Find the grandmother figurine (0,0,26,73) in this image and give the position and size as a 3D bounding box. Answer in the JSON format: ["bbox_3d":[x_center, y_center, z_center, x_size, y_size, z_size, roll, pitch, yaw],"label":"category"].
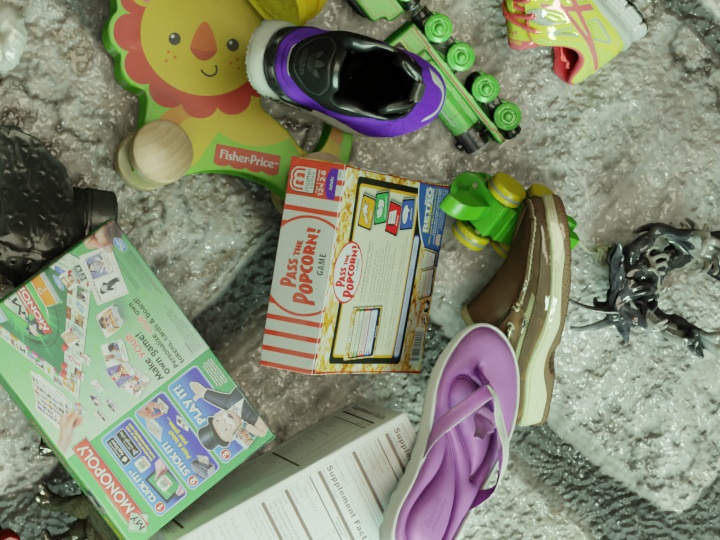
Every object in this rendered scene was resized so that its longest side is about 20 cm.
[{"bbox_3d":[-0.325,-0.126,1.501,0.200,0.061,0.121,-36,112,-9],"label":"grandmother figurine"}]

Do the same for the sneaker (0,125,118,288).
[{"bbox_3d":[-0.239,-0.001,1.537,0.104,0.060,0.200,10,86,-18],"label":"sneaker"}]

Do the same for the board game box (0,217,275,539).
[{"bbox_3d":[-0.174,0.081,1.504,0.135,0.029,0.200,-38,97,-16],"label":"board game box"}]

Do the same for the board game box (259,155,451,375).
[{"bbox_3d":[0.000,0.000,1.544,0.046,0.200,0.152,10,91,24],"label":"board game box"}]

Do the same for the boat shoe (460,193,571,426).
[{"bbox_3d":[0.116,0.035,1.610,0.075,0.075,0.203,0,118,-7],"label":"boat shoe"}]

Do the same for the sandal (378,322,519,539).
[{"bbox_3d":[0.079,0.134,1.540,0.082,0.050,0.203,33,67,-28],"label":"sandal"}]

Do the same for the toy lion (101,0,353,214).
[{"bbox_3d":[-0.097,-0.147,1.571,0.200,0.069,0.192,11,83,-17],"label":"toy lion"}]

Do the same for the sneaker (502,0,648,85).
[{"bbox_3d":[0.138,-0.214,1.608,0.090,0.078,0.200,-47,123,3],"label":"sneaker"}]

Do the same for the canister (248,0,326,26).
[{"bbox_3d":[-0.020,-0.293,1.545,0.200,0.087,0.149,-39,89,-19],"label":"canister"}]

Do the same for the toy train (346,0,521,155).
[{"bbox_3d":[0.051,-0.171,1.620,0.056,0.042,0.200,-39,104,0],"label":"toy train"}]

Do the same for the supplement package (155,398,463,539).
[{"bbox_3d":[-0.044,0.194,1.579,0.200,0.114,0.110,-28,100,-13],"label":"supplement package"}]

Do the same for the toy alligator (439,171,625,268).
[{"bbox_3d":[0.131,-0.044,1.645,0.200,0.054,0.059,15,125,-39],"label":"toy alligator"}]

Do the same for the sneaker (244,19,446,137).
[{"bbox_3d":[0.015,-0.132,1.514,0.200,0.099,0.070,7,93,-51],"label":"sneaker"}]

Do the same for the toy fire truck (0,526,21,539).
[{"bbox_3d":[-0.310,0.242,1.458,0.176,0.200,0.129,-20,100,-14],"label":"toy fire truck"}]

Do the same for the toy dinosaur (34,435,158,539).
[{"bbox_3d":[-0.183,0.164,1.538,0.102,0.077,0.200,4,73,9],"label":"toy dinosaur"}]

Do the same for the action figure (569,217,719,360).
[{"bbox_3d":[0.266,0.004,1.661,0.200,0.102,0.119,-31,133,-17],"label":"action figure"}]
